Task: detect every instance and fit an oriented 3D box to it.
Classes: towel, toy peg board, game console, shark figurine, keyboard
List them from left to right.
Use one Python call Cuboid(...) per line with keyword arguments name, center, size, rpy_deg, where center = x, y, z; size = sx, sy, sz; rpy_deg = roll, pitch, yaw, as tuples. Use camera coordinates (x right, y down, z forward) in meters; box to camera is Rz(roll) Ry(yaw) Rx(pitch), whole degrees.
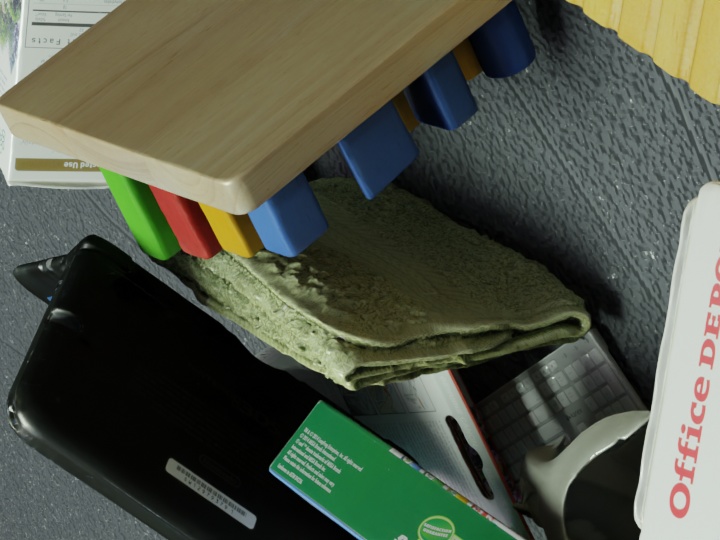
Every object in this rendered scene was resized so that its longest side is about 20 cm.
Cuboid(name="game console", center=(-0.084, 0.085, 1.316), size=(0.200, 0.176, 0.116), rpy_deg=(35, 132, -16))
Cuboid(name="toy peg board", center=(-0.020, -0.077, 1.234), size=(0.199, 0.200, 0.098), rpy_deg=(20, 144, 52))
Cuboid(name="towel", center=(0.000, 0.000, 1.298), size=(0.200, 0.148, 0.037), rpy_deg=(31, 123, 50))
Cuboid(name="keyboard", center=(0.083, 0.081, 1.361), size=(0.057, 0.011, 0.200), rpy_deg=(61, 152, 7))
Cuboid(name="shark figurine", center=(0.114, 0.092, 1.224), size=(0.128, 0.090, 0.214), rpy_deg=(41, 178, 36))

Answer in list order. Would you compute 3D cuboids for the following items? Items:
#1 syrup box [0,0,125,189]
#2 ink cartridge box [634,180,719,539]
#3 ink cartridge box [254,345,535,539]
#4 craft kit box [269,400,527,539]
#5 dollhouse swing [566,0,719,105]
Cuboid(name="syrup box", center=(-0.143, -0.148, 1.417), size=(0.079, 0.081, 0.201), rpy_deg=(-127, 40, -60))
Cuboid(name="ink cartridge box", center=(0.203, 0.054, 1.011), size=(0.200, 0.083, 0.146), rpy_deg=(17, 99, 53))
Cuboid(name="ink cartridge box", center=(0.025, 0.082, 1.393), size=(0.200, 0.050, 0.109), rpy_deg=(-7, 113, 58))
Cuboid(name="craft kit box", center=(0.080, 0.153, 1.208), size=(0.197, 0.049, 0.200), rpy_deg=(44, 172, -39))
Cuboid(name="dollhouse swing", center=(0.084, -0.154, 1.027), size=(0.200, 0.181, 0.177), rpy_deg=(40, 123, 36))
